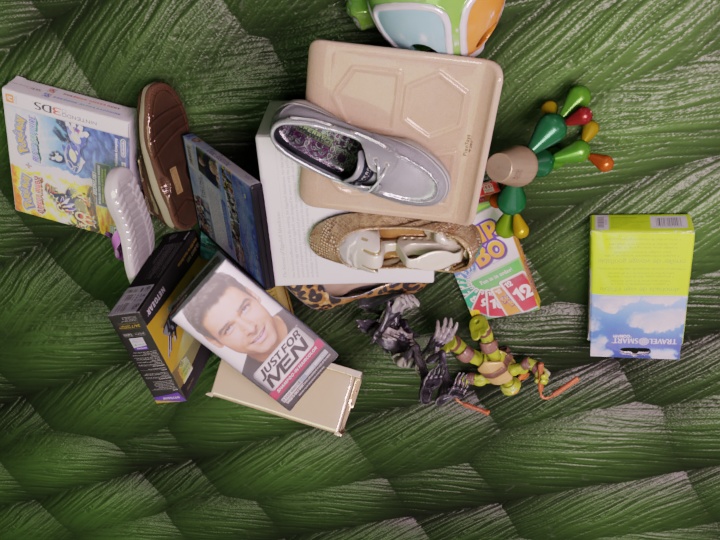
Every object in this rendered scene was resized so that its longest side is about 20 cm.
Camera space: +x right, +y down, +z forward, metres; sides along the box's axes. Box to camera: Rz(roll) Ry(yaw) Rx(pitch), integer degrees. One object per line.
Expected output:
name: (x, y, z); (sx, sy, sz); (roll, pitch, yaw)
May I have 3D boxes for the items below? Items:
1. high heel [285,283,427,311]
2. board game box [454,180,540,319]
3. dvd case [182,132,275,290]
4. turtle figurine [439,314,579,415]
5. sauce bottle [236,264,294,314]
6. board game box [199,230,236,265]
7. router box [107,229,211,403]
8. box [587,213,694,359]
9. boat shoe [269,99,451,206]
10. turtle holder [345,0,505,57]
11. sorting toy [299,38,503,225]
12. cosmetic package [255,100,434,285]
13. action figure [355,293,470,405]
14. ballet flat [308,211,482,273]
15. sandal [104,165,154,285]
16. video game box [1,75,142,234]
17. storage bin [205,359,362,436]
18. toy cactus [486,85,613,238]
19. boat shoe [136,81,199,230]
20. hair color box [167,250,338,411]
high heel: (0.000, 0.000, 1.038); (0.142, 0.072, 0.200); (-30, 151, 35)
board game box: (0.166, -0.022, 1.045); (0.095, 0.030, 0.200); (-13, 118, 24)
dvd case: (-0.167, -0.077, 0.985); (0.200, 0.018, 0.143); (37, 140, 46)
turtle figurine: (0.196, 0.131, 1.119); (0.200, 0.065, 0.161); (-16, 130, 37)
sauce bottle: (-0.138, 0.012, 1.094); (0.066, 0.066, 0.200); (0, 126, 15)
board game box: (-0.127, -0.051, 1.102); (0.199, 0.028, 0.136); (16, 127, 5)
router box: (-0.262, 0.062, 1.113); (0.052, 0.200, 0.158); (-7, 123, 18)
box: (0.357, 0.023, 1.010); (0.122, 0.048, 0.200); (1, 125, 16)
boat shoe: (-0.002, -0.108, 0.800); (0.200, 0.072, 0.070); (23, 121, -6)
turtle holder: (0.061, -0.284, 0.811); (0.185, 0.141, 0.132); (-5, 125, 16)
sorting toy: (0.038, -0.145, 0.837); (0.199, 0.037, 0.186); (9, 121, 3)
cosmetic package: (-0.013, -0.096, 0.955); (0.199, 0.123, 0.200); (-1, 121, 2)
action figure: (0.074, 0.090, 1.055); (0.119, 0.200, 0.102); (22, 109, -38)
ballet flat: (0.039, -0.027, 0.886); (0.199, 0.065, 0.071); (-3, 122, 4)
sandal: (-0.324, -0.059, 1.076); (0.050, 0.083, 0.203); (8, 130, 8)
video game box: (-0.398, -0.152, 1.095); (0.182, 0.047, 0.200); (16, 128, 6)
storage bin: (-0.104, 0.170, 1.162); (0.199, 0.094, 0.199); (16, 171, 4)
toy cactus: (0.197, -0.112, 0.887); (0.102, 0.165, 0.200); (48, 123, 19)
boat shoe: (-0.273, -0.151, 1.045); (0.075, 0.075, 0.203); (16, 122, 34)
hair color box: (-0.136, 0.079, 1.003); (0.200, 0.061, 0.099); (42, 86, -22)
